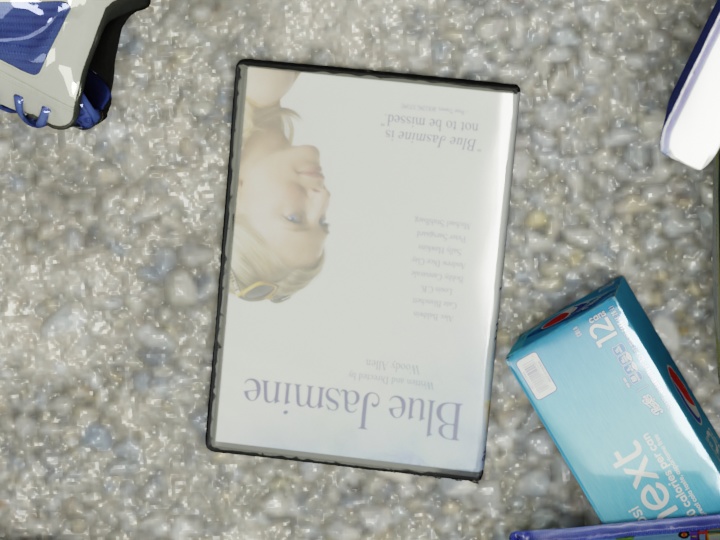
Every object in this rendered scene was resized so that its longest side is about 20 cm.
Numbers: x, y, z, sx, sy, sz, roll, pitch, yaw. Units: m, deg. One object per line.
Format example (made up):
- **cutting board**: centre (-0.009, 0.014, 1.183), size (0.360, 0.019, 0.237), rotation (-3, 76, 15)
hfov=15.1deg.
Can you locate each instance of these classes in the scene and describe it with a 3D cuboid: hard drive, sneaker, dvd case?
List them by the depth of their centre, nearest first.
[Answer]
- **hard drive**: centre (0.174, -0.117, 1.231), size (0.025, 0.200, 0.132), rotation (26, 100, 3)
- **sneaker**: centre (-0.185, -0.105, 1.338), size (0.199, 0.081, 0.115), rotation (-31, 91, 8)
- **dvd case**: centre (0.000, 0.000, 1.361), size (0.142, 0.018, 0.201), rotation (6, 98, 6)

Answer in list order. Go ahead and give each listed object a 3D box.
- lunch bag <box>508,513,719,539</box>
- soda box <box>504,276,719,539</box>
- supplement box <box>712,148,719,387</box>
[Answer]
- **lunch bag**: centre (0.179, 0.191, 1.270), size (0.199, 0.094, 0.151), rotation (-8, 97, 0)
- **soda box**: centre (0.150, 0.107, 1.330), size (0.064, 0.068, 0.200), rotation (-30, 93, 12)
- **supplement box**: centre (0.260, 0.001, 1.236), size (0.199, 0.200, 0.135), rotation (-2, 98, 7)
